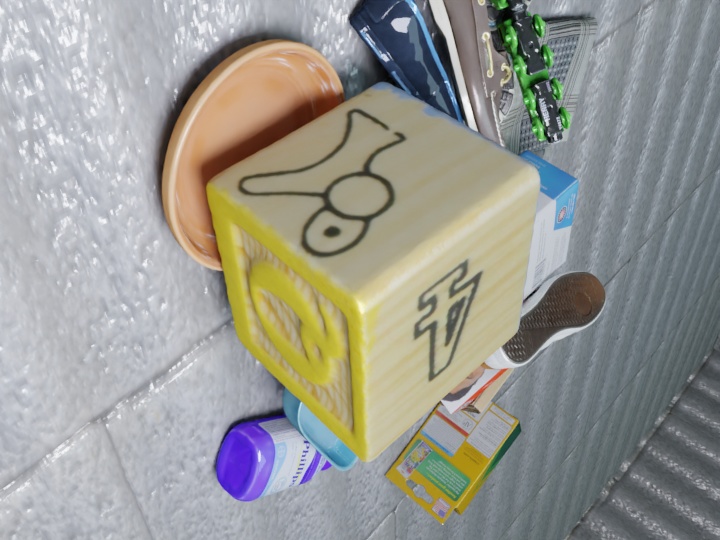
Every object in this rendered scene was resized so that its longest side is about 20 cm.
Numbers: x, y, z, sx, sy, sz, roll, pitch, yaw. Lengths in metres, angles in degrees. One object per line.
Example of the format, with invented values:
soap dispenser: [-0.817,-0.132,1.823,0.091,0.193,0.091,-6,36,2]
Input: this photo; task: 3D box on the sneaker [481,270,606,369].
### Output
sneaker: [0.219,0.061,1.005,0.197,0.074,0.084,-25,175,-29]

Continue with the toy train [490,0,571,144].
toy train: [0.157,-0.221,0.783,0.041,0.056,0.204,-20,103,-2]

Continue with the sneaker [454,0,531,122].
sneaker: [0.131,-0.257,0.850,0.090,0.076,0.205,-90,-170,-76]

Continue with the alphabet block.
alphabet block: [0.012,-0.006,0.683,0.198,0.194,0.199,-33,140,-27]

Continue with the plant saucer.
plant saucer: [-0.091,-0.098,0.685,0.199,0.037,0.203,-37,143,-34]

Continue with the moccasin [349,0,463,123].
moccasin: [0.046,-0.183,0.785,0.067,0.081,0.201,-28,128,4]

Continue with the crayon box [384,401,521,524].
crayon box: [0.148,0.290,1.286,0.201,0.125,0.052,-49,149,-14]

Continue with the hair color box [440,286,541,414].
hair color box: [0.172,0.092,1.105,0.200,0.102,0.061,-46,162,19]

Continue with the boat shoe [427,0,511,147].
boat shoe: [0.112,-0.204,0.776,0.072,0.058,0.204,-84,155,-72]

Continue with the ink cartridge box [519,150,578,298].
ink cartridge box: [0.156,-0.020,0.944,0.199,0.084,0.146,-40,147,-24]

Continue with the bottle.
bottle: [-0.078,0.209,0.943,0.198,0.065,0.085,3,112,-56]

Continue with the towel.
towel: [0.234,-0.223,1.049,0.191,0.034,0.204,-22,134,-46]

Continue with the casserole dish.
casserole dish: [-0.028,0.140,0.887,0.123,0.038,0.201,-61,148,-20]

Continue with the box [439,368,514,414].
box: [0.207,0.130,1.238,0.201,0.021,0.163,-50,-173,-13]
